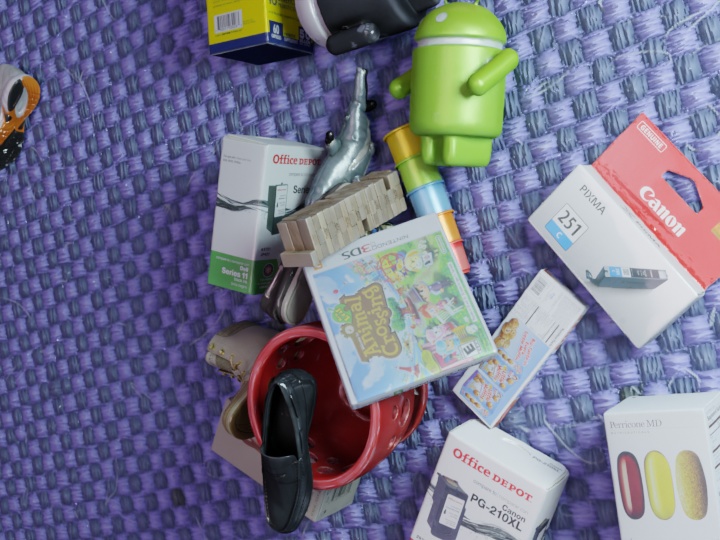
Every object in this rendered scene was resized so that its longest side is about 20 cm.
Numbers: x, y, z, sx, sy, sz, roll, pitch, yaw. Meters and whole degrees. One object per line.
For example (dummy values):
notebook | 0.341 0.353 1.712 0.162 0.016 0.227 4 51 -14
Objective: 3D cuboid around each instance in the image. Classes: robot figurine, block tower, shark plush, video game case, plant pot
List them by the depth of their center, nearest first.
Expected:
video game case | 0.042 0.043 1.081 0.179 0.022 0.202 -19 63 -5
robot figurine | 0.118 -0.228 1.105 0.175 0.114 0.204 13 102 57
block tower | -0.019 -0.068 1.128 0.053 0.199 0.059 -3 113 42
robot figurine | 0.010 -0.354 1.164 0.197 0.150 0.127 -9 105 34
plant pot | -0.017 0.162 1.182 0.198 0.181 0.204 3 95 32
shark plush | -0.016 -0.162 1.211 0.091 0.083 0.202 38 111 36

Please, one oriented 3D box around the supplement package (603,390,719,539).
supplement package | 0.345 0.243 0.997 0.112 0.109 0.204 -10 88 32

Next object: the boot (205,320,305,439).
boot | -0.163 0.146 1.279 0.153 0.200 0.073 10 131 33

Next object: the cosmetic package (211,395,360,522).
cosmetic package | -0.101 0.256 1.292 0.198 0.103 0.089 26 106 27

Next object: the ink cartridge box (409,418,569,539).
ink cartridge box | 0.153 0.311 1.141 0.143 0.084 0.203 26 107 28

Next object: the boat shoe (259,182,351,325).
boat shoe | -0.071 -0.028 1.175 0.056 0.067 0.202 17 77 34

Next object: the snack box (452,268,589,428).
snack box | 0.196 0.099 1.133 0.072 0.024 0.201 43 114 22

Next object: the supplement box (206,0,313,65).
supplement box | -0.142 -0.400 1.265 0.108 0.108 0.204 -2 93 33

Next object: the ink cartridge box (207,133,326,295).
ink cartridge box | -0.127 -0.079 1.257 0.082 0.146 0.204 13 102 30

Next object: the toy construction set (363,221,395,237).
toy construction set | 0.000 0.000 1.221 0.197 0.092 0.134 6 97 21

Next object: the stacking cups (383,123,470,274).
stacking cups | 0.089 -0.087 1.167 0.060 0.060 0.203 -24 80 31

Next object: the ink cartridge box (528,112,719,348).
ink cartridge box | 0.316 -0.047 1.034 0.177 0.044 0.201 -48 69 27

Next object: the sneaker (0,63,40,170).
sneaker | -0.640 -0.272 1.626 0.092 0.075 0.202 41 106 31

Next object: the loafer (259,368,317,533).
loafer | -0.094 0.218 1.090 0.067 0.070 0.204 10 100 30
